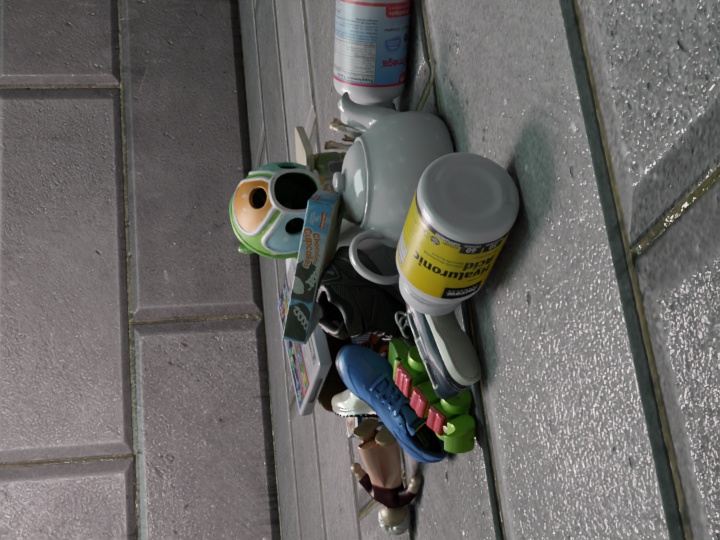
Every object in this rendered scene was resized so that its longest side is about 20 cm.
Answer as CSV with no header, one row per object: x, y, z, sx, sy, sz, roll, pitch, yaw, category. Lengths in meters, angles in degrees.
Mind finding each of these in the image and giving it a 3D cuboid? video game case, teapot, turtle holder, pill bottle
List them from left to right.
-0.092,-0.087,1.568,0.132,0.185,0.141,138,151,-64,turtle holder
-0.088,0.095,1.660,0.182,0.023,0.201,112,149,-56,video game case
0.015,-0.316,1.581,0.109,0.108,0.201,-115,25,-62,pill bottle
0.037,-0.112,1.426,0.200,0.145,0.198,-114,24,-59,teapot
0.100,-0.032,1.212,0.200,0.111,0.112,106,159,-59,pill bottle

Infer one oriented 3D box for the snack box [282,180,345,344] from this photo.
-0.061,-0.012,1.478,0.116,0.037,0.201,-60,-17,-70,snack box

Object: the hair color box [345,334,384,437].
0.004,0.179,1.859,0.100,0.060,0.201,117,148,-68,hair color box

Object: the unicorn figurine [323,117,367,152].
0.014,-0.182,1.627,0.200,0.137,0.074,-75,1,-58,unicorn figurine

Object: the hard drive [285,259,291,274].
-0.105,-0.050,1.759,0.132,0.027,0.201,-110,16,-56,hard drive

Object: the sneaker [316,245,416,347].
0.014,0.071,1.459,0.076,0.199,0.114,-1,49,54,sneaker

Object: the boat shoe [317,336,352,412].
-0.046,0.129,1.709,0.063,0.073,0.201,130,143,-63,boat shoe

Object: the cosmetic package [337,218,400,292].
0.000,0.000,1.603,0.113,0.081,0.200,58,167,-26,cosmetic package

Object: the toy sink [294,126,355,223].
-0.038,-0.124,1.729,0.130,0.112,0.201,-114,20,-62,toy sink

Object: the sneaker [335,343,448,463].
0.049,0.175,1.442,0.200,0.066,0.078,50,165,-8,sneaker

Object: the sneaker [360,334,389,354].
0.033,0.115,1.702,0.200,0.077,0.113,-169,81,-67,sneaker

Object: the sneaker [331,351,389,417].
0.032,0.168,1.581,0.199,0.070,0.094,-10,76,51,sneaker

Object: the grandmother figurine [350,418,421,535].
0.037,0.318,1.634,0.121,0.061,0.201,16,130,41,grandmother figurine

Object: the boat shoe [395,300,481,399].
0.085,0.060,1.328,0.062,0.075,0.201,-38,67,36,boat shoe

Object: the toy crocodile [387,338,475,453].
0.087,0.158,1.374,0.200,0.062,0.068,50,145,41,toy crocodile
